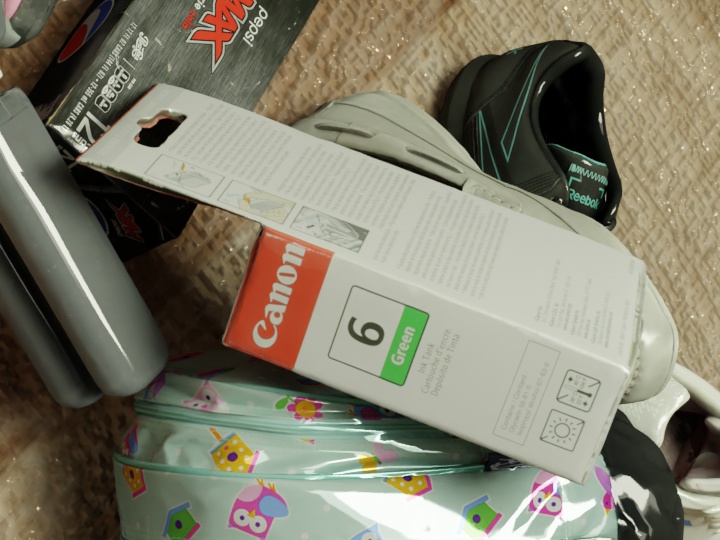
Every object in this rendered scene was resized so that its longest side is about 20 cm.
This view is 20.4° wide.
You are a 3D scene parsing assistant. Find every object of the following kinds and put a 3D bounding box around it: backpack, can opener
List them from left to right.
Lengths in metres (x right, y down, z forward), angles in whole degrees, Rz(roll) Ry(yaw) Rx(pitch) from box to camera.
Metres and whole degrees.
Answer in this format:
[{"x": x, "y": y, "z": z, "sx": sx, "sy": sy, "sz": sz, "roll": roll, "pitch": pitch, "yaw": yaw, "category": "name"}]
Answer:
[{"x": -0.125, "y": -0.047, "z": 0.705, "sx": 0.066, "sy": 0.052, "sz": 0.201, "roll": -37, "pitch": 106, "yaw": -45, "category": "can opener"}, {"x": 0.003, "y": 0.092, "z": 0.762, "sx": 0.199, "sy": 0.167, "sz": 0.128, "roll": 2, "pitch": 84, "yaw": -22, "category": "backpack"}]

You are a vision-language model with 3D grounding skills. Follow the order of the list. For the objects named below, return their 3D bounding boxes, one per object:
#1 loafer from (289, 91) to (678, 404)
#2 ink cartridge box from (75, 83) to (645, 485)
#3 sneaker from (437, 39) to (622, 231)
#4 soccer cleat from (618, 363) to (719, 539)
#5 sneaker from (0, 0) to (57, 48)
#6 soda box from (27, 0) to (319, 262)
[{"x": 0.043, "y": -0.007, "z": 0.820, "sx": 0.070, "sy": 0.200, "sz": 0.070, "roll": -16, "pitch": 131, "yaw": -42, "category": "loafer"}, {"x": 0.000, "y": 0.000, "z": 0.715, "sx": 0.199, "sy": 0.051, "sz": 0.109, "roll": 20, "pitch": 22, "yaw": 3, "category": "ink cartridge box"}, {"x": 0.072, "y": -0.011, "z": 0.894, "sx": 0.075, "sy": 0.079, "sz": 0.201, "roll": 14, "pitch": 70, "yaw": -36, "category": "sneaker"}, {"x": 0.148, "y": 0.091, "z": 0.889, "sx": 0.200, "sy": 0.086, "sz": 0.070, "roll": 35, "pitch": 78, "yaw": -47, "category": "soccer cleat"}, {"x": -0.109, "y": -0.171, "z": 0.809, "sx": 0.095, "sy": 0.079, "sz": 0.201, "roll": 31, "pitch": 60, "yaw": -41, "category": "sneaker"}, {"x": -0.070, "y": -0.098, "z": 0.816, "sx": 0.071, "sy": 0.063, "sz": 0.201, "roll": 42, "pitch": 55, "yaw": -21, "category": "soda box"}]
